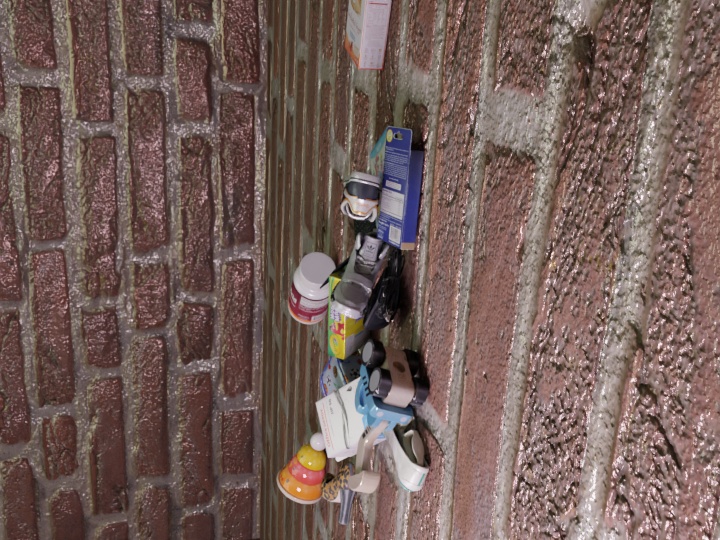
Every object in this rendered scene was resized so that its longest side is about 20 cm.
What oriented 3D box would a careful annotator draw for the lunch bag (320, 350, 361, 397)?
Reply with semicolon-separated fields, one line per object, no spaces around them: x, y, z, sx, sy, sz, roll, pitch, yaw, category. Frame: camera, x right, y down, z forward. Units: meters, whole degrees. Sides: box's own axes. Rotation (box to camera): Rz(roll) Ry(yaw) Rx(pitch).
-0.022;0.285;1.716;0.161;0.074;0.203;-59;43;49;lunch bag

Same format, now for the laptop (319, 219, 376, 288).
-0.032;-0.080;1.737;0.177;0.101;0.205;136;131;-71;laptop

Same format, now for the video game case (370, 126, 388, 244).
0.050;-0.156;1.566;0.143;0.017;0.205;134;133;-72;video game case

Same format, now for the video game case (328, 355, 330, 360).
-0.044;0.283;1.989;0.183;0.021;0.205;120;145;-65;video game case

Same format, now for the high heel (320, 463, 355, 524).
-0.047;0.498;1.948;0.200;0.070;0.146;-136;53;-68;high heel

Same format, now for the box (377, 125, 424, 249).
0.071;-0.148;1.421;0.121;0.032;0.206;-147;59;-67;box

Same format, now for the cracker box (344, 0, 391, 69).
0.016;-0.518;1.590;0.135;0.056;0.204;-113;26;-55;cracker box

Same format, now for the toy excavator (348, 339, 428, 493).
0.031;0.254;1.397;0.202;0.098;0.197;-59;29;32;toy excavator

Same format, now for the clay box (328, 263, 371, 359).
-0.021;0.068;1.681;0.114;0.047;0.205;-29;-56;-56;clay box

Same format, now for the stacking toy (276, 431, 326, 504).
-0.143;0.539;2.272;0.147;0.143;0.204;-119;47;-61;stacking toy

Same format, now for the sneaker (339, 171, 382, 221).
-0.001;-0.135;1.503;0.200;0.076;0.082;-24;-55;-87;sneaker

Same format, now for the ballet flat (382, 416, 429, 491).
0.079;0.292;1.427;0.202;0.068;0.071;-112;24;-45;ballet flat

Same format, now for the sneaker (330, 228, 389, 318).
0.000;0.000;1.510;0.201;0.074;0.117;-67;-3;-62;sneaker

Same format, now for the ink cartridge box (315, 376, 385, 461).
-0.018;0.294;1.583;0.199;0.067;0.118;-35;60;38;ink cartridge box

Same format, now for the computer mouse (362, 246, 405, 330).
0.051;0.056;1.490;0.201;0.052;0.141;118;168;-64;computer mouse

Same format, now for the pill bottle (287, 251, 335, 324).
-0.126;0.046;2.110;0.201;0.111;0.117;110;154;-56;pill bottle
